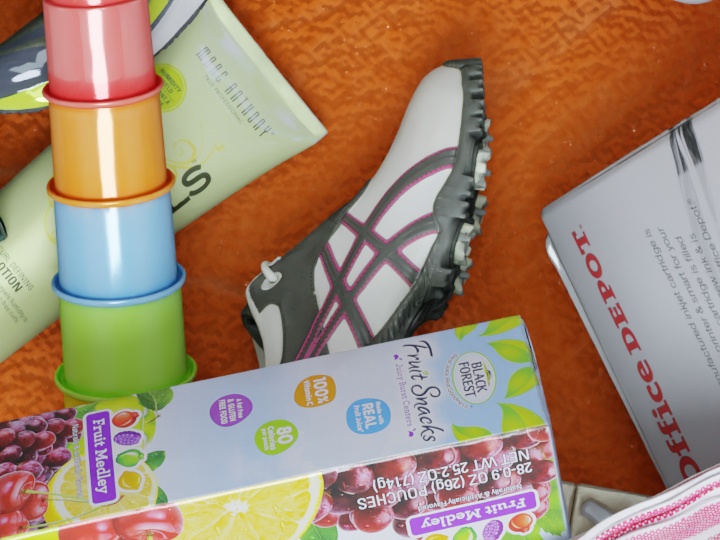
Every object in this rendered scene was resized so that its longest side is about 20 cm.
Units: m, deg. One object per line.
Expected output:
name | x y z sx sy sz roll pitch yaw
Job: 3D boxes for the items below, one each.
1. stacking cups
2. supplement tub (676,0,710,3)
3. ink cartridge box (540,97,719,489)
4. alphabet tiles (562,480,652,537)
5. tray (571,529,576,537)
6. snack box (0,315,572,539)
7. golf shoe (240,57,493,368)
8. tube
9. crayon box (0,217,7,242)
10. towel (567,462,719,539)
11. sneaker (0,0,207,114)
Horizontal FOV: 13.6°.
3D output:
stacking cups | -0.093 -0.015 1.175 0.060 0.061 0.201 -2 108 -2
supplement tub | 0.082 -0.208 1.181 0.199 0.145 0.145 27 85 -7
ink cartridge box | 0.176 -0.001 1.145 0.084 0.200 0.147 -23 85 -33
alphabet tiles | 0.021 0.176 1.202 0.166 0.008 0.201 9 84 -1
tray | -0.002 0.156 1.217 0.200 0.022 0.107 -42 87 -5
snack box | -0.020 0.116 1.121 0.199 0.169 0.068 -10 41 1
golf shoe | 0.000 0.000 1.194 0.088 0.077 0.201 15 70 7
tube | -0.113 -0.024 1.218 0.200 0.058 0.052 -39 46 -9
crayon box | -0.254 -0.037 1.191 0.199 0.052 0.126 -22 63 -3
towel | 0.134 0.152 1.133 0.146 0.201 0.030 -24 42 -6
sneaker | -0.091 -0.139 1.209 0.200 0.074 0.081 -44 109 -12
